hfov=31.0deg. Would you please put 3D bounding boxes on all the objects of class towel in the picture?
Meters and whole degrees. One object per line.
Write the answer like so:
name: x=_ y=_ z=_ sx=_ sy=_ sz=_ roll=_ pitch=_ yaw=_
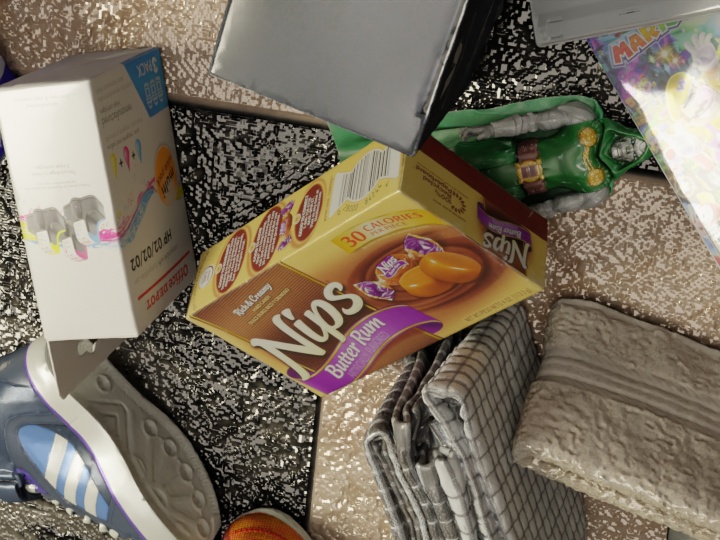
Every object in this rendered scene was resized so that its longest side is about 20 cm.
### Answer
towel: x=0.071 y=0.138 z=0.805 sx=0.085 sy=0.166 sz=0.202 roll=-14 pitch=105 yaw=23
towel: x=0.195 y=0.098 z=0.779 sx=0.198 sy=0.133 sz=0.035 roll=21 pitch=135 yaw=4

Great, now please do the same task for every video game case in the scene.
video game case: x=0.212 y=-0.113 z=0.713 sx=0.143 sy=0.018 sz=0.201 roll=-35 pitch=79 yaw=37

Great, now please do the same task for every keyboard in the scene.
keyboard: x=0.179 y=-0.167 z=0.710 sx=0.199 sy=0.011 sz=0.057 roll=-5 pitch=92 yaw=37

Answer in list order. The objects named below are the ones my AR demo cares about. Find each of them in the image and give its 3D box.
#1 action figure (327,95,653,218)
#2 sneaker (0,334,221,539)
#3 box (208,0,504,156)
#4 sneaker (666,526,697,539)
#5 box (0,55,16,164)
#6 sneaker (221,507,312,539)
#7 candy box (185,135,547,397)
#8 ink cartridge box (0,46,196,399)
action figure: x=0.082 y=-0.059 z=0.795 sx=0.198 sy=0.055 sz=0.119 roll=-12 pitch=106 yaw=14
sneaker: x=-0.206 y=0.146 z=0.925 sx=0.146 sy=0.081 sz=0.201 roll=-31 pitch=103 yaw=29
box: x=0.026 y=-0.190 z=0.683 sx=0.117 sy=0.200 sz=0.198 roll=21 pitch=112 yaw=5
sneaker: x=0.289 y=0.193 z=0.828 sx=0.199 sy=0.074 sz=0.080 roll=29 pitch=122 yaw=9
box: x=-0.345 y=-0.131 z=0.810 sx=0.182 sy=0.105 sz=0.201 roll=-18 pitch=126 yaw=18
sneaker: x=-0.017 y=0.248 z=0.910 sx=0.199 sy=0.077 sz=0.073 roll=31 pitch=111 yaw=0
candy box: x=0.000 y=0.000 z=0.775 sx=0.116 sy=0.057 sz=0.199 roll=32 pitch=137 yaw=-29
ink cartridge box: x=-0.160 y=-0.031 z=0.827 sx=0.067 sy=0.115 sz=0.202 roll=-2 pitch=109 yaw=14
